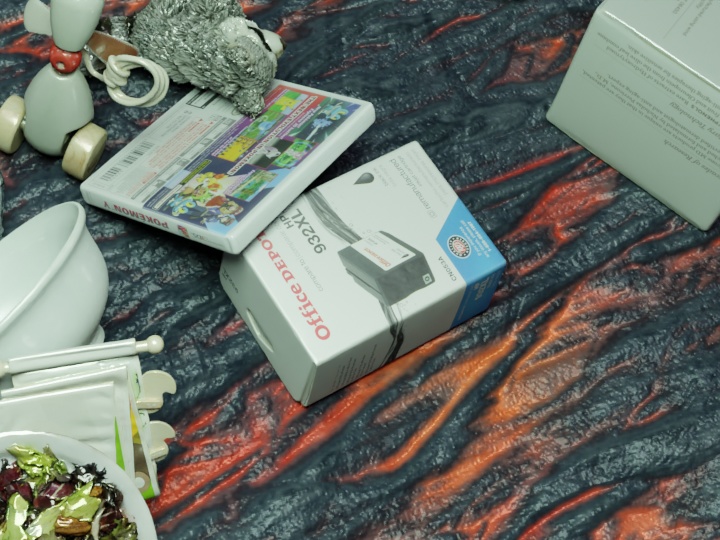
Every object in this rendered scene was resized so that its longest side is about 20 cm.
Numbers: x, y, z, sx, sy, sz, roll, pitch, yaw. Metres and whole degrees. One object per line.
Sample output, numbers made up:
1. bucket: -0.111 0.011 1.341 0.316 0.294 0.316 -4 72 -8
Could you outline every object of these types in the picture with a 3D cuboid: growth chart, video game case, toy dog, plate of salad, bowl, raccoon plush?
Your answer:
1. growth chart: -0.209 0.139 1.056 0.143 0.203 0.018 -1 27 -18
2. video game case: -0.114 -0.101 1.241 0.181 0.023 0.200 18 48 34
3. toy dog: -0.244 -0.172 1.230 0.131 0.200 0.097 39 39 -17
4. plate of salad: -0.241 0.216 1.022 0.197 0.048 0.203 -2 96 -16
5. bowl: -0.261 0.048 1.108 0.091 0.200 0.202 48 57 -22
6. raccoon plush: -0.162 -0.175 1.277 0.198 0.097 0.135 -28 47 10

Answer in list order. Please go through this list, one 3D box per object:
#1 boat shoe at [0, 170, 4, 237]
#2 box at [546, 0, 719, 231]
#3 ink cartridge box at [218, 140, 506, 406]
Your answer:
1. boat shoe: -0.344 -0.012 1.143 0.090 0.071 0.202 -6 49 9
2. box: 0.321 -0.194 1.351 0.199 0.172 0.199 36 60 11
3. ink cartridge box: 0.000 0.000 1.224 0.198 0.084 0.146 -27 69 -23
